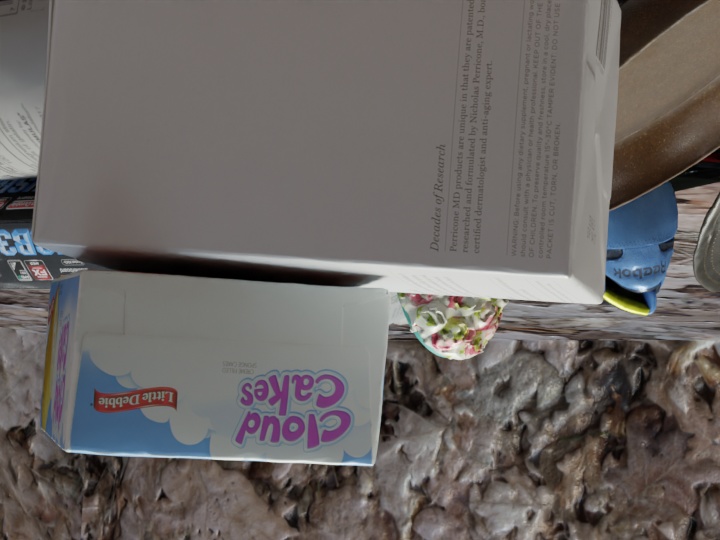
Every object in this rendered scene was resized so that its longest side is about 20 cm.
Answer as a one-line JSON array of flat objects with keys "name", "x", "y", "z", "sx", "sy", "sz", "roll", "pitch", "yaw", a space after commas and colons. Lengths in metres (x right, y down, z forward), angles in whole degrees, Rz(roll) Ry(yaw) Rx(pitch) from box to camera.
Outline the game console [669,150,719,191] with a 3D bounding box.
[{"name": "game console", "x": 0.111, "y": -0.056, "z": 1.335, "sx": 0.176, "sy": 0.031, "sz": 0.199, "roll": -12, "pitch": 173, "yaw": 33}]

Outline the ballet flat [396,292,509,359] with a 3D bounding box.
[{"name": "ballet flat", "x": 0.046, "y": -0.060, "z": 1.103, "sx": 0.075, "sy": 0.202, "sz": 0.064, "roll": 14, "pitch": 149, "yaw": -31}]

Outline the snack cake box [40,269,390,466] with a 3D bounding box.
[{"name": "snack cake box", "x": -0.063, "y": 0.038, "z": 0.947, "sx": 0.114, "sy": 0.068, "sz": 0.200, "roll": 5, "pitch": 177, "yaw": -10}]

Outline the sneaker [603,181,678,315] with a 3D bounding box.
[{"name": "sneaker", "x": 0.124, "y": -0.010, "z": 1.276, "sx": 0.065, "sy": 0.079, "sz": 0.200, "roll": -9, "pitch": 176, "yaw": -7}]

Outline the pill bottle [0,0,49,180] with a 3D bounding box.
[{"name": "pill bottle", "x": -0.156, "y": -0.101, "z": 1.133, "sx": 0.199, "sy": 0.115, "sz": 0.114, "roll": -2, "pitch": 172, "yaw": 43}]

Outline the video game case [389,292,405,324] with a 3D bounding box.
[{"name": "video game case", "x": 0.000, "y": 0.000, "z": 1.227, "sx": 0.181, "sy": 0.023, "sz": 0.200, "roll": -22, "pitch": 166, "yaw": -12}]

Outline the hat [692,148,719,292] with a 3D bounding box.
[{"name": "hat", "x": 0.251, "y": -0.071, "z": 1.289, "sx": 0.199, "sy": 0.081, "sz": 0.201, "roll": -21, "pitch": 149, "yaw": -13}]

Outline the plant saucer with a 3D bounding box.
[{"name": "plant saucer", "x": 0.142, "y": -0.091, "z": 1.049, "sx": 0.199, "sy": 0.032, "sz": 0.200, "roll": -32, "pitch": 164, "yaw": -10}]

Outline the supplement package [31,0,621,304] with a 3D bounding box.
[{"name": "supplement package", "x": -0.008, "y": -0.056, "z": 0.901, "sx": 0.198, "sy": 0.121, "sz": 0.121, "roll": 3, "pitch": 176, "yaw": 11}]

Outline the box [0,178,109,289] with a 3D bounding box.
[{"name": "box", "x": -0.089, "y": -0.066, "z": 1.188, "sx": 0.199, "sy": 0.050, "sz": 0.199, "roll": -2, "pitch": -143, "yaw": 43}]

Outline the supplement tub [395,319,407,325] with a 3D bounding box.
[{"name": "supplement tub", "x": -0.052, "y": -0.043, "z": 1.492, "sx": 0.198, "sy": 0.146, "sz": 0.145, "roll": 3, "pitch": 174, "yaw": 1}]
